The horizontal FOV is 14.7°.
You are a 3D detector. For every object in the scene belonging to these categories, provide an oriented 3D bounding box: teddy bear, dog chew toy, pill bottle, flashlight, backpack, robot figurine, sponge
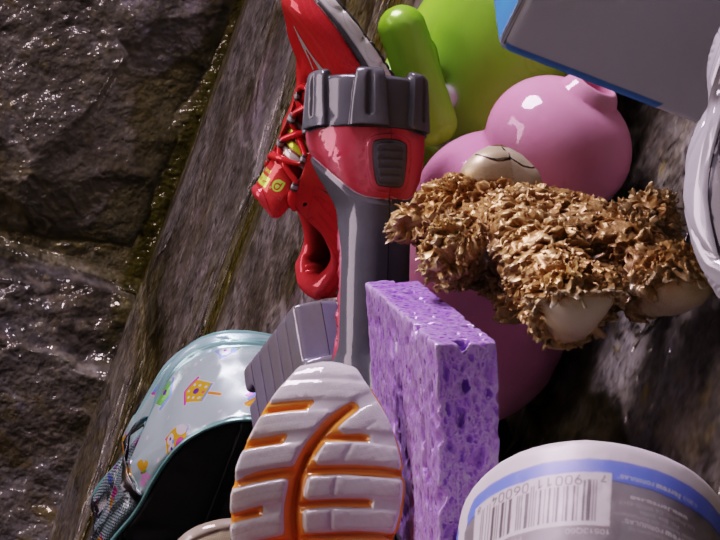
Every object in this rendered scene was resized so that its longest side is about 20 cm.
[{"bbox_3d":[0.089,-0.015,1.301,0.200,0.145,0.067,-114,14,-73],"label":"teddy bear"},{"bbox_3d":[0.073,-0.016,1.463,0.200,0.124,0.125,-58,15,21],"label":"dog chew toy"},{"bbox_3d":[0.086,0.175,1.073,0.114,0.114,0.200,119,165,-45],"label":"pill bottle"},{"bbox_3d":[0.000,0.000,1.407,0.068,0.068,0.200,12,-101,-67],"label":"flashlight"},{"bbox_3d":[-0.065,0.127,1.749,0.200,0.176,0.153,125,157,-43],"label":"backpack"},{"bbox_3d":[0.086,-0.121,1.530,0.175,0.116,0.200,-29,-19,-49],"label":"robot figurine"},{"bbox_3d":[0.031,0.072,1.260,0.200,0.030,0.112,-140,48,-79],"label":"sponge"}]

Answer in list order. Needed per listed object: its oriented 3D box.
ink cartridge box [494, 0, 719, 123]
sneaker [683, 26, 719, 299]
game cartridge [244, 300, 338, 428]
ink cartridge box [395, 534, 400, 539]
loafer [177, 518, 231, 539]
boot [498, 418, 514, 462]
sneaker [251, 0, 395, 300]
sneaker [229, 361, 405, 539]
[{"bbox_3d":[0.138,-0.152,1.269,0.200,0.145,0.084,-91,23,-61],"label":"ink cartridge box"},{"bbox_3d":[0.187,-0.075,1.089,0.114,0.075,0.200,139,143,-59],"label":"sneaker"},{"bbox_3d":[-0.020,0.128,1.481,0.130,0.038,0.200,136,127,-63],"label":"game cartridge"},{"bbox_3d":[0.024,0.193,1.535,0.200,0.044,0.094,-113,41,-74],"label":"ink cartridge box"},{"bbox_3d":[-0.058,0.223,1.470,0.068,0.076,0.200,-128,27,-59],"label":"loafer"},{"bbox_3d":[0.044,0.086,1.593,0.075,0.074,0.200,-54,21,9],"label":"boot"},{"bbox_3d":[-0.020,-0.063,1.500,0.077,0.085,0.200,-130,22,-52],"label":"sneaker"},{"bbox_3d":[-0.016,0.141,1.268,0.077,0.078,0.200,3,-92,-84],"label":"sneaker"}]
